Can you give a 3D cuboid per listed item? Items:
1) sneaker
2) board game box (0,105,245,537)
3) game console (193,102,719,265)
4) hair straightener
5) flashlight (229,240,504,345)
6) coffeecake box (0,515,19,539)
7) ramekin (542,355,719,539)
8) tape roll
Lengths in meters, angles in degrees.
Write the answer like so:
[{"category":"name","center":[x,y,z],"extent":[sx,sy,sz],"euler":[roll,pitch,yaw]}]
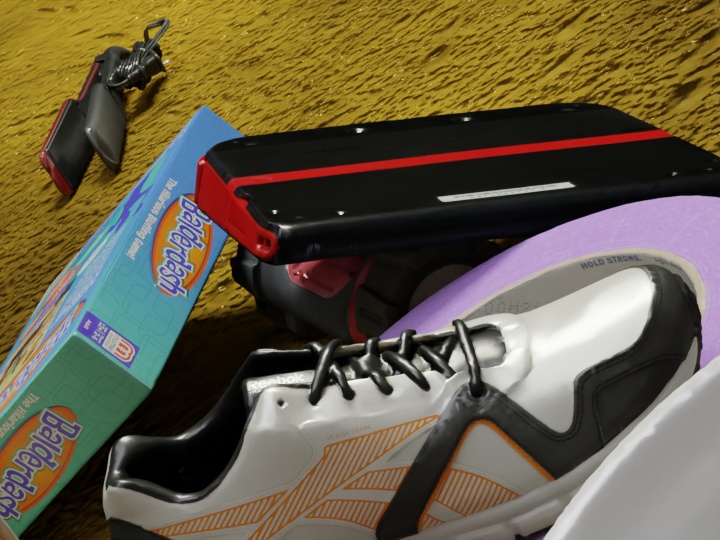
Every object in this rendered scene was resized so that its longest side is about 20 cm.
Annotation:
[{"category":"sneaker","center":[0.011,0.050,0.694],"extent":[0.200,0.080,0.074],"euler":[-30,21,4]},{"category":"board game box","center":[-0.124,0.030,1.058],"extent":[0.152,0.045,0.200],"euler":[-46,12,34]},{"category":"game console","center":[0.039,-0.034,0.938],"extent":[0.200,0.031,0.177],"euler":[-8,16,-13]},{"category":"hair straightener","center":[-0.151,-0.116,1.481],"extent":[0.077,0.041,0.200],"euler":[-25,19,19]},{"category":"flashlight","center":[0.000,0.000,0.991],"extent":[0.068,0.068,0.200],"euler":[-39,24,-11]},{"category":"coffeecake box","center":[-0.219,0.152,0.859],"extent":[0.073,0.154,0.200],"euler":[-12,30,40]},{"category":"ramekin","center":[0.130,0.102,0.529],"extent":[0.200,0.098,0.201],"euler":[-35,27,21]},{"category":"tape roll","center":[0.070,0.060,0.779],"extent":[0.200,0.066,0.200],"euler":[-28,24,13]}]
